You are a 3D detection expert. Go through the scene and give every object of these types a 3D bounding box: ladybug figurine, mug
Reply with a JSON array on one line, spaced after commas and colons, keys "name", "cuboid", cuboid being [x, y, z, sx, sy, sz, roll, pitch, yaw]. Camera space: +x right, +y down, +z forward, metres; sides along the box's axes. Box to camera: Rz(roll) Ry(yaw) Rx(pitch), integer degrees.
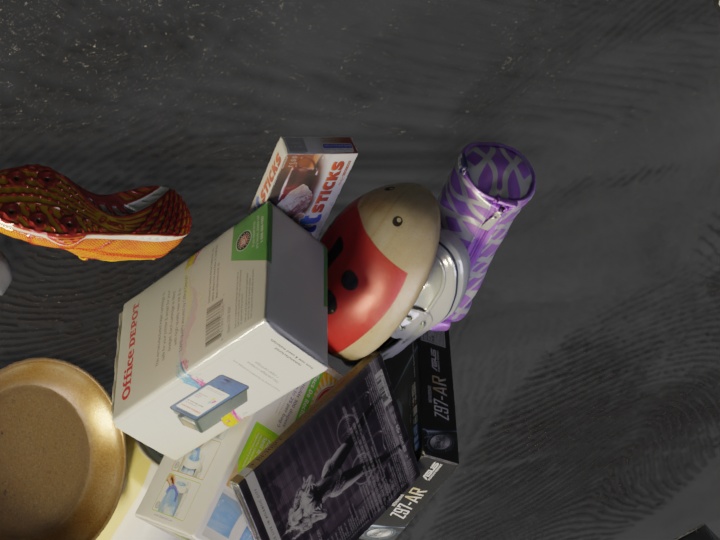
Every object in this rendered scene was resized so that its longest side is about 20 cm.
[{"name": "ladybug figurine", "cuboid": [0.000, 0.000, 1.375, 0.071, 0.137, 0.201, 15, 126, -28]}, {"name": "mug", "cuboid": [-0.248, 0.233, 1.550, 0.185, 0.150, 0.154, 0, 135, -49]}]

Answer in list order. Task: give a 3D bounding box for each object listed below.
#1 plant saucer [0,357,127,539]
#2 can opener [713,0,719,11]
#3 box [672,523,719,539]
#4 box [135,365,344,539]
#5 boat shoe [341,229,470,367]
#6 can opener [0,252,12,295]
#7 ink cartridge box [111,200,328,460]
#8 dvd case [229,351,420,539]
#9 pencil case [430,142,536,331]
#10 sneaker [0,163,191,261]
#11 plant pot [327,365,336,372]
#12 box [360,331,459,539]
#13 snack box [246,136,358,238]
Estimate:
[{"name": "plant saucer", "cuboid": [-0.317, 0.185, 1.428, 0.199, 0.203, 0.035, 13, 169, -43]}, {"name": "can opener", "cuboid": [0.361, -0.295, 1.253, 0.063, 0.079, 0.201, 23, 135, 2]}, {"name": "box", "cuboid": [0.549, 0.548, 2.515, 0.195, 0.125, 0.200, -33, 146, 12]}, {"name": "box", "cuboid": [-0.102, 0.167, 1.379, 0.112, 0.202, 0.101, 36, 161, -36]}, {"name": "boat shoe", "cuboid": [0.041, 0.040, 1.432, 0.067, 0.074, 0.201, -34, 163, -39]}, {"name": "can opener", "cuboid": [-0.357, -0.023, 1.211, 0.067, 0.053, 0.200, -54, 148, -11]}, {"name": "ink cartridge box", "cuboid": [-0.126, 0.056, 1.329, 0.199, 0.146, 0.087, -32, 130, 27]}, {"name": "dvd case", "cuboid": [-0.028, 0.192, 1.368, 0.200, 0.016, 0.150, -41, 126, -34]}, {"name": "pencil case", "cuboid": [0.104, -0.034, 1.431, 0.083, 0.086, 0.201, -1, 143, -20]}, {"name": "sneaker", "cuboid": [-0.236, -0.036, 1.235, 0.198, 0.074, 0.077, 11, 145, -38]}, {"name": "plant pot", "cuboid": [-0.063, 0.167, 1.545, 0.135, 0.200, 0.200, -51, 144, 1]}, {"name": "box", "cuboid": [0.044, 0.163, 1.571, 0.043, 0.202, 0.161, 18, 134, -19]}, {"name": "snack box", "cuboid": [-0.068, -0.047, 1.362, 0.071, 0.024, 0.201, -4, 143, -28]}]
